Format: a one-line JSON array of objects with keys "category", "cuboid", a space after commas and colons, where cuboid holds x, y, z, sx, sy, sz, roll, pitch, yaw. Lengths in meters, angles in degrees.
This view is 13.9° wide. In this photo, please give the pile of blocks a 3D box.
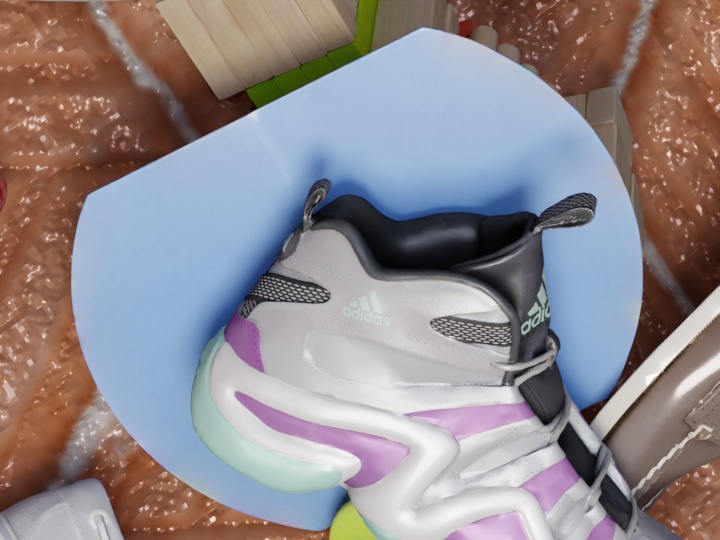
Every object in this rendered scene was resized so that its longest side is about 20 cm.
[{"category": "pile of blocks", "cuboid": [0.018, -0.067, 1.074, 0.200, 0.082, 0.062, 33, 35, -18]}]

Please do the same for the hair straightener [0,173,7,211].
[{"category": "hair straightener", "cuboid": [-0.208, 0.031, 1.024, 0.077, 0.041, 0.200, 33, 85, 12]}]

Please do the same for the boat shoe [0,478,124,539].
[{"category": "boat shoe", "cuboid": [-0.070, 0.167, 1.030, 0.068, 0.072, 0.200, -28, 84, -14]}]

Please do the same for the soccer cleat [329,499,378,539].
[{"category": "soccer cleat", "cuboid": [0.065, 0.154, 1.070, 0.200, 0.065, 0.084, 50, 53, -3]}]

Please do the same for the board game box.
[{"category": "board game box", "cuboid": [0.000, 0.000, 1.047, 0.200, 0.039, 0.158, -26, 115, 12]}]

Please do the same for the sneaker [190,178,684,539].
[{"category": "sneaker", "cuboid": [0.056, 0.038, 0.996, 0.200, 0.078, 0.140, 26, 113, -9]}]

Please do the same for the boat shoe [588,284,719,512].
[{"category": "boat shoe", "cuboid": [0.145, 0.028, 1.053, 0.060, 0.072, 0.200, 42, 104, 10]}]
